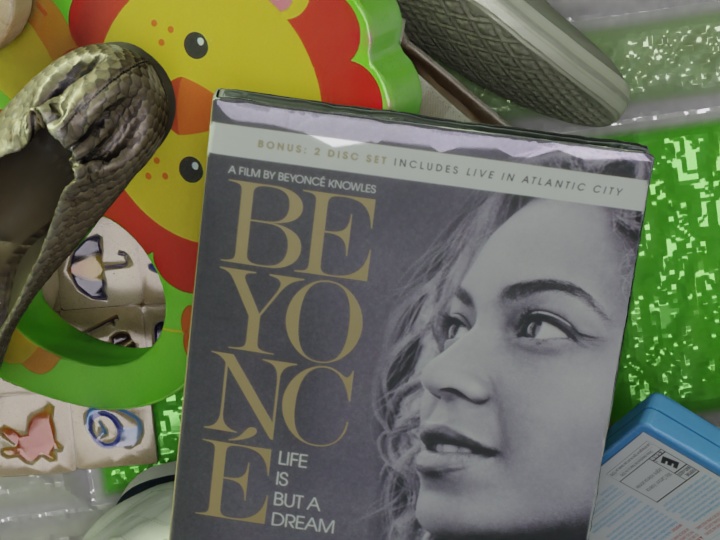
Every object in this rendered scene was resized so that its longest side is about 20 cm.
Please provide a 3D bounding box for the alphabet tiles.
[{"bbox_3d":[-0.155,0.002,0.921,0.199,0.006,0.167,-5,101,1],"label":"alphabet tiles"}]

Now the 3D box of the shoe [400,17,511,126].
[{"bbox_3d":[0.016,-0.068,0.874,0.053,0.070,0.200,-40,107,19],"label":"shoe"}]

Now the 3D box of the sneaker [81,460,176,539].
[{"bbox_3d":[-0.032,0.099,0.863,0.200,0.080,0.077,-27,95,33],"label":"sneaker"}]

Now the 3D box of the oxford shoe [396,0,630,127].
[{"bbox_3d":[0.025,-0.125,0.868,0.200,0.075,0.058,36,72,-6],"label":"oxford shoe"}]

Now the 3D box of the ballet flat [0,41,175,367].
[{"bbox_3d":[-0.136,-0.002,0.810,0.067,0.046,0.200,45,115,1],"label":"ballet flat"}]

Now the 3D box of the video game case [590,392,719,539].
[{"bbox_3d":[0.166,0.126,0.883,0.200,0.143,0.018,30,60,-5],"label":"video game case"}]

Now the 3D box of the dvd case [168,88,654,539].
[{"bbox_3d":[0.013,0.043,0.798,0.148,0.016,0.201,8,110,2],"label":"dvd case"}]

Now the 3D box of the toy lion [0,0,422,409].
[{"bbox_3d":[-0.073,-0.040,0.832,0.191,0.069,0.201,18,112,19],"label":"toy lion"}]
